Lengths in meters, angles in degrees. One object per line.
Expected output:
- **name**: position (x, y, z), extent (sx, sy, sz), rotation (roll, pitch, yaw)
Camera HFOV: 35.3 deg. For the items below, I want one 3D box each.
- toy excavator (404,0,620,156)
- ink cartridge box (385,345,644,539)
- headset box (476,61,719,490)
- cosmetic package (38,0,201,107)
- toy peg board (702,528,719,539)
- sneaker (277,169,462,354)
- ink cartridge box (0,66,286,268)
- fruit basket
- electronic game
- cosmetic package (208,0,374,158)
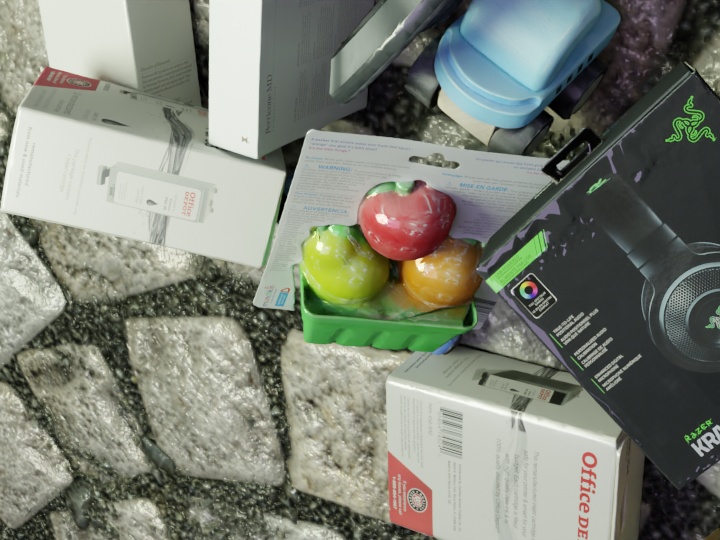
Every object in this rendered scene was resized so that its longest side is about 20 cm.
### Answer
- **toy excavator**: position (0.135, -0.189, 0.735), extent (0.100, 0.194, 0.200), rotation (41, 155, 11)
- **ink cartridge box**: position (0.126, 0.155, 0.921), extent (0.199, 0.083, 0.148), rotation (13, 119, 29)
- **headset box**: position (0.193, -0.005, 0.694), extent (0.174, 0.093, 0.200), rotation (-42, 92, 18)
- **cosmetic package**: position (-0.207, -0.202, 0.974), extent (0.107, 0.085, 0.202), rotation (9, 117, 31)
- **toy peg board**: position (0.314, 0.262, 0.760), extent (0.199, 0.199, 0.099), rotation (13, 92, 28)
- **sneaker**: position (0.000, 0.000, 0.928), extent (0.200, 0.089, 0.079), rotation (43, 128, 7)
- **ink cartridge box**: position (-0.163, -0.082, 0.881), extent (0.198, 0.147, 0.083), rotation (13, 109, -12)
- **fruit basket**: position (0.030, -0.026, 0.798), extent (0.183, 0.094, 0.201), rotation (5, 138, -14)
- **electronic game**: position (0.049, -0.187, 0.741), extent (0.042, 0.200, 0.200), rotation (41, 129, -10)
- **cosmetic package**: position (-0.047, -0.201, 0.826), extent (0.051, 0.151, 0.202), rotation (18, 120, 25)
